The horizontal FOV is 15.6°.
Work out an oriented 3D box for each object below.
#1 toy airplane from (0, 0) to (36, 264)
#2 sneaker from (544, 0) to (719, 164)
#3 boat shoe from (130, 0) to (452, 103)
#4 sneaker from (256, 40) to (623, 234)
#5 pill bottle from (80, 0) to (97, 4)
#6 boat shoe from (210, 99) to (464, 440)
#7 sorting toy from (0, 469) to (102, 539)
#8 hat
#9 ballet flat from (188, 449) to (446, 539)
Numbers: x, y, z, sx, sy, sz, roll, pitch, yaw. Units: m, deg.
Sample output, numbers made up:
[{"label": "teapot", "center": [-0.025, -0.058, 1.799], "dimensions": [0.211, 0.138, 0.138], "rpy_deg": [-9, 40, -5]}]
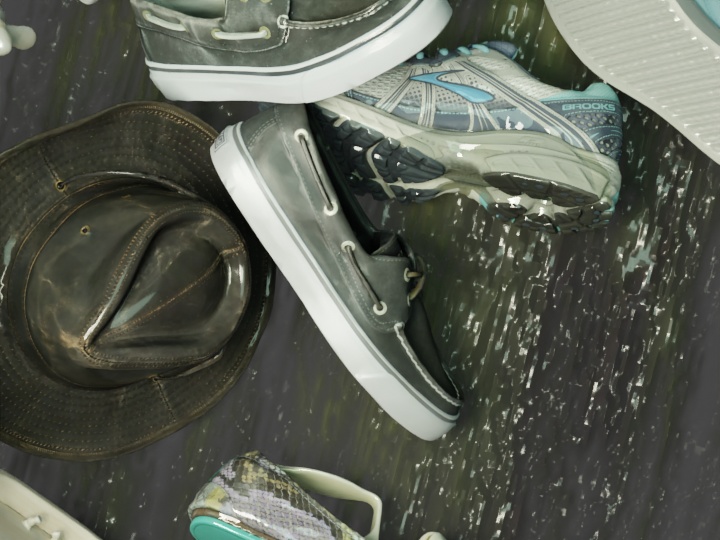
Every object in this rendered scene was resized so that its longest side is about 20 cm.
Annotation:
[{"label": "toy airplane", "center": [-0.266, -0.079, 1.354], "dimensions": [0.199, 0.141, 0.200], "rpy_deg": [1, 86, 1]}, {"label": "sneaker", "center": [0.176, -0.122, 1.404], "dimensions": [0.200, 0.082, 0.074], "rpy_deg": [49, 122, 20]}, {"label": "boat shoe", "center": [-0.046, -0.130, 1.340], "dimensions": [0.072, 0.200, 0.071], "rpy_deg": [-53, 124, -39]}, {"label": "sneaker", "center": [0.045, -0.082, 1.400], "dimensions": [0.200, 0.078, 0.086], "rpy_deg": [16, 64, 3]}, {"label": "pill bottle", "center": [-0.083, -0.229, 1.370], "dimensions": [0.200, 0.110, 0.110], "rpy_deg": [-34, 86, -10]}, {"label": "boat shoe", "center": [0.000, 0.000, 1.361], "dimensions": [0.057, 0.069, 0.200], "rpy_deg": [-32, 105, 16]}, {"label": "sorting toy", "center": [-0.211, 0.201, 1.341], "dimensions": [0.180, 0.107, 0.200], "rpy_deg": [-43, 125, 8]}, {"label": "hat", "center": [-0.114, 0.014, 1.335], "dimensions": [0.200, 0.081, 0.201], "rpy_deg": [-8, 105, -30]}, {"label": "ballet flat", "center": [0.008, 0.155, 1.377], "dimensions": [0.200, 0.072, 0.072], "rpy_deg": [31, 86, 1]}]
